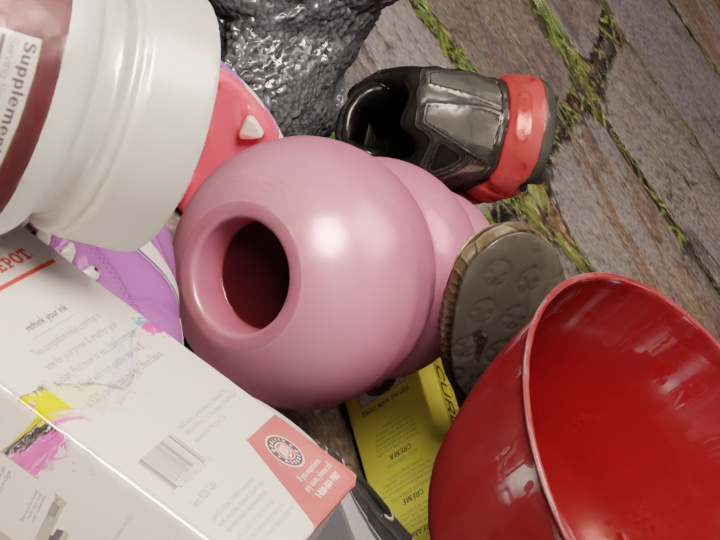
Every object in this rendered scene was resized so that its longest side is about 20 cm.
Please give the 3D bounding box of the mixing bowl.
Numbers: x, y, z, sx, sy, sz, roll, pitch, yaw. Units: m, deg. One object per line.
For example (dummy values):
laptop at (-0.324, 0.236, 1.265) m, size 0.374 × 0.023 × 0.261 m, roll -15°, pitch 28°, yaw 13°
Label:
mixing bowl at (0.103, 0.114, 0.987) m, size 0.200 × 0.108 × 0.201 m, roll 29°, pitch 45°, yaw -34°

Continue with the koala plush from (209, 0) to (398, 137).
koala plush at (-0.019, -0.169, 1.168) m, size 0.177 × 0.200 × 0.184 m, roll 20°, pitch 42°, yaw -60°

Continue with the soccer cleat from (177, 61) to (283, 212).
soccer cleat at (-0.097, -0.097, 1.087) m, size 0.200 × 0.067 × 0.077 m, roll 48°, pitch 15°, yaw -20°

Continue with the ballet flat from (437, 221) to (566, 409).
ballet flat at (0.066, 0.038, 1.050) m, size 0.046 × 0.067 × 0.200 m, roll 56°, pitch -10°, yaw 35°

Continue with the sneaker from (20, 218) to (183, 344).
sneaker at (-0.130, -0.011, 0.868) m, size 0.200 × 0.073 × 0.115 m, roll 32°, pitch 35°, yaw -50°

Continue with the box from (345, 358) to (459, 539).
box at (0.031, 0.077, 1.145) m, size 0.075 × 0.050 × 0.200 m, roll 35°, pitch 30°, yaw -46°

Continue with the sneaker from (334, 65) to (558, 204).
sneaker at (0.019, -0.059, 1.173) m, size 0.098 × 0.200 × 0.071 m, roll 14°, pitch 70°, yaw -23°

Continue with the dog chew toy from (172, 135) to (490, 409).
dog chew toy at (0.000, 0.000, 1.054) m, size 0.200 × 0.124 × 0.125 m, roll -2°, pitch 62°, yaw -58°

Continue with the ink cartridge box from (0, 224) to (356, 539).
ink cartridge box at (-0.111, 0.053, 0.765) m, size 0.200 × 0.068 × 0.116 m, roll 36°, pitch 18°, yaw 6°

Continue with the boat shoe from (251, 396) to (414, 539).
boat shoe at (-0.019, 0.109, 0.959) m, size 0.200 × 0.070 × 0.066 m, roll 46°, pitch 18°, yaw -32°

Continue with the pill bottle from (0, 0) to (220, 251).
pill bottle at (-0.155, -0.076, 0.739) m, size 0.200 × 0.114 × 0.114 m, roll 16°, pitch 40°, yaw -28°
